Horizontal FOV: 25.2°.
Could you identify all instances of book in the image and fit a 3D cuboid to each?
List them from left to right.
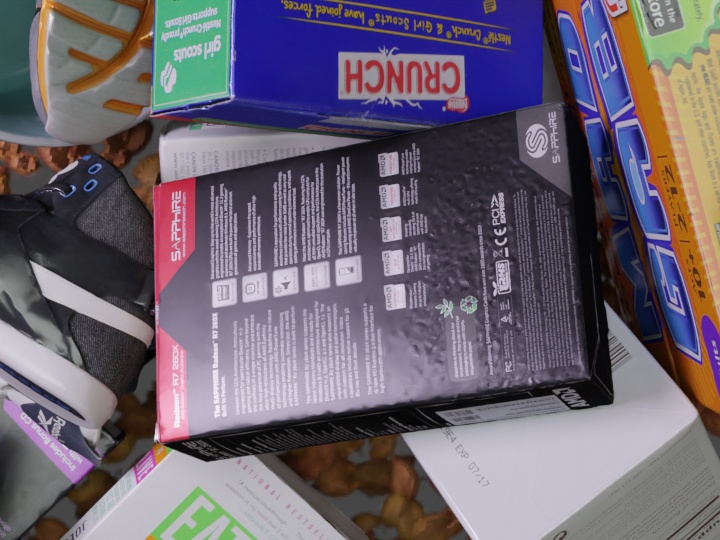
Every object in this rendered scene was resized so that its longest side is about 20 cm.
[{"bbox_3d":[-0.105,0.179,0.844,0.200,0.048,0.134,-45,112,4],"label":"book"}]

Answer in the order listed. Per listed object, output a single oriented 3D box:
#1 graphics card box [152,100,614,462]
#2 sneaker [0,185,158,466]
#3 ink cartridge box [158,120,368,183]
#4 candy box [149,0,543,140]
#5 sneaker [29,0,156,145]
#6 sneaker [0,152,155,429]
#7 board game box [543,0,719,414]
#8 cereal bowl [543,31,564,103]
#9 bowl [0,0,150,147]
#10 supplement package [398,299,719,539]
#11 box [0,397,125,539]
[{"bbox_3d":[0.006,0.008,0.707,0.198,0.051,0.127,-11,68,20],"label":"graphics card box"},{"bbox_3d":[-0.183,0.049,0.804,0.198,0.080,0.131,-22,80,-18],"label":"sneaker"},{"bbox_3d":[0.000,0.000,0.835,0.198,0.050,0.163,-3,110,-2],"label":"ink cartridge box"},{"bbox_3d":[-0.002,-0.162,0.721,0.168,0.077,0.202,3,86,-34],"label":"candy box"},{"bbox_3d":[-0.117,-0.156,0.733,0.078,0.077,0.202,17,80,-44],"label":"sneaker"},{"bbox_3d":[-0.175,-0.025,0.751,0.199,0.073,0.112,36,68,-11],"label":"sneaker"},{"bbox_3d":[0.207,-0.069,0.701,0.198,0.200,0.202,-16,93,-1],"label":"board game box"},{"bbox_3d":[0.153,-0.139,0.837,0.198,0.083,0.202,0,92,-1],"label":"cereal bowl"},{"bbox_3d":[-0.177,-0.157,0.800,0.199,0.105,0.203,2,87,-33],"label":"bowl"},{"bbox_3d":[0.106,0.100,0.775,0.109,0.200,0.114,-37,56,0],"label":"supplement package"},{"bbox_3d":[-0.246,0.108,0.862,0.200,0.036,0.143,-44,92,1],"label":"box"}]
